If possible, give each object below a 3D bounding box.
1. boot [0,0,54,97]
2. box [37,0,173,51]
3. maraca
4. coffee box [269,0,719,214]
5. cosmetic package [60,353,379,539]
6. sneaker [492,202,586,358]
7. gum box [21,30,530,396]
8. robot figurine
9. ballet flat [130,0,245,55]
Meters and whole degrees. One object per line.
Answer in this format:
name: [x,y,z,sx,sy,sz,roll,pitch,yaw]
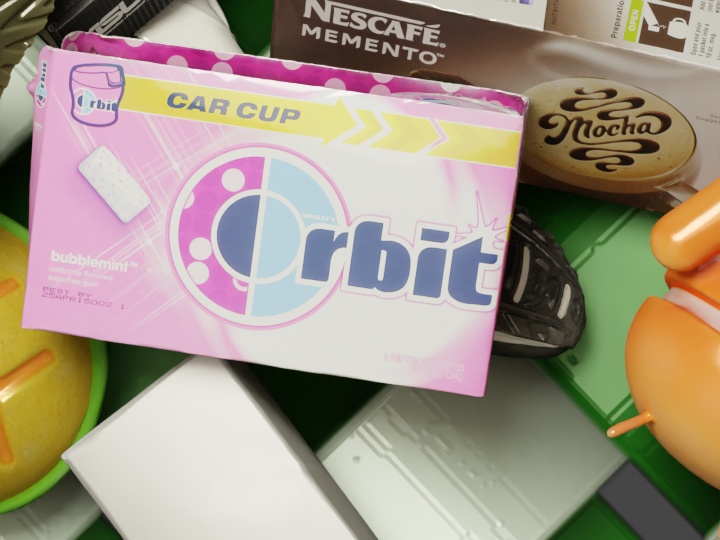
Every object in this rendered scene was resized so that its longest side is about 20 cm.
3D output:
boot: [-0.203,-0.119,1.161,0.066,0.200,0.176,15,105,-34]
box: [-0.125,-0.204,1.208,0.160,0.044,0.200,-41,65,-6]
maraca: [-0.204,0.028,1.203,0.199,0.107,0.137,23,89,7]
coffee box: [0.065,-0.100,1.171,0.199,0.113,0.080,13,59,2]
cosmetic package: [-0.031,0.132,1.180,0.090,0.107,0.200,-40,81,0]
sneaker: [0.000,0.000,1.209,0.199,0.079,0.074,14,51,2]
gum box: [-0.039,-0.025,1.122,0.199,0.066,0.114,8,102,3]
robot figurine: [0.188,0.013,1.161,0.117,0.144,0.200,38,86,19]
ballet flat: [-0.117,-0.126,1.233,0.200,0.069,0.070,25,88,10]
